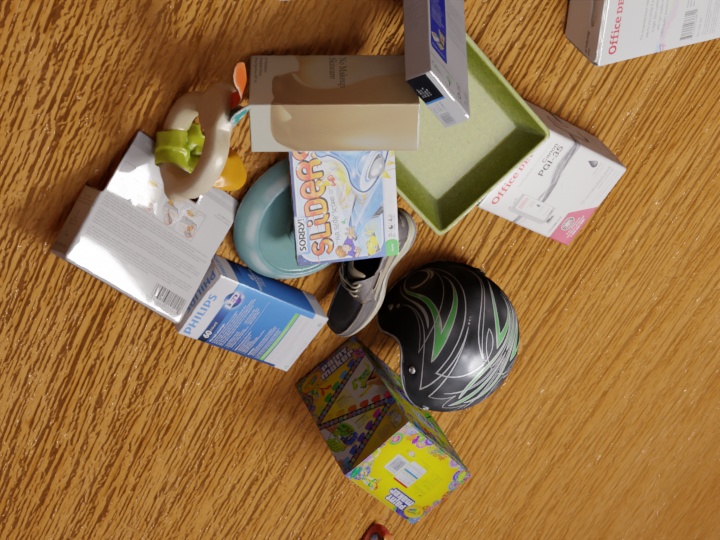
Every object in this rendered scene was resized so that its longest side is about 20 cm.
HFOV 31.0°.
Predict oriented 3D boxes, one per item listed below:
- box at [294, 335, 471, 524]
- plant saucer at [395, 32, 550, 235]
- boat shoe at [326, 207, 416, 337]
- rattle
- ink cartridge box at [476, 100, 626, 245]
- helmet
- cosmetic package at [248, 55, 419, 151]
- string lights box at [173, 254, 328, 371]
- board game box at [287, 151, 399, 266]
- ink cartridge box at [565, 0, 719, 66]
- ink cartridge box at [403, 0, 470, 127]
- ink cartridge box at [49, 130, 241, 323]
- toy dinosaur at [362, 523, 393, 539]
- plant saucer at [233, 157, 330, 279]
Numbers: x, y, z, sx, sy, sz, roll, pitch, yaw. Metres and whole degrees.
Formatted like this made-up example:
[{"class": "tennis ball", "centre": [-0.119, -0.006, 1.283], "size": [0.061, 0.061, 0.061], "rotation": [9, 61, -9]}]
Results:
[{"class": "box", "centre": [0.034, 0.236, 1.918], "size": [0.122, 0.193, 0.200], "rotation": [-40, 135, 7]}, {"class": "plant saucer", "centre": [0.109, -0.182, 1.670], "size": [0.200, 0.048, 0.200], "rotation": [-42, 113, 9]}, {"class": "boat shoe", "centre": [0.000, 0.000, 1.773], "size": [0.073, 0.074, 0.201], "rotation": [2, 119, -56]}, {"class": "rattle", "centre": [-0.141, -0.155, 1.504], "size": [0.142, 0.131, 0.200], "rotation": [25, 131, -29]}, {"class": "ink cartridge box", "centre": [0.248, -0.136, 1.800], "size": [0.199, 0.083, 0.147], "rotation": [18, 116, -40]}, {"class": "helmet", "centre": [0.132, 0.099, 1.856], "size": [0.198, 0.191, 0.201], "rotation": [-16, 133, -18]}, {"class": "cosmetic package", "centre": [-0.031, -0.197, 1.524], "size": [0.198, 0.106, 0.071], "rotation": [-2, 134, -3]}, {"class": "string lights box", "centre": [-0.151, 0.058, 1.752], "size": [0.199, 0.059, 0.103], "rotation": [25, 112, -42]}, {"class": "board game box", "centre": [-0.023, -0.110, 1.632], "size": [0.134, 0.035, 0.202], "rotation": [-7, 114, -7]}, {"class": "ink cartridge box", "centre": [0.375, -0.363, 1.677], "size": [0.198, 0.088, 0.146], "rotation": [-17, 133, -19]}, {"class": "ink cartridge box", "centre": [0.089, -0.277, 1.532], "size": [0.039, 0.201, 0.099], "rotation": [-18, 142, 27]}, {"class": "ink cartridge box", "centre": [-0.260, -0.054, 1.605], "size": [0.200, 0.045, 0.177], "rotation": [36, 79, -45]}, {"class": "toy dinosaur", "centre": [-0.004, 0.521, 2.223], "size": [0.198, 0.105, 0.183], "rotation": [-3, 109, -13]}, {"class": "plant saucer", "centre": [-0.071, -0.066, 1.706], "size": [0.199, 0.027, 0.201], "rotation": [-19, 133, -22]}]
